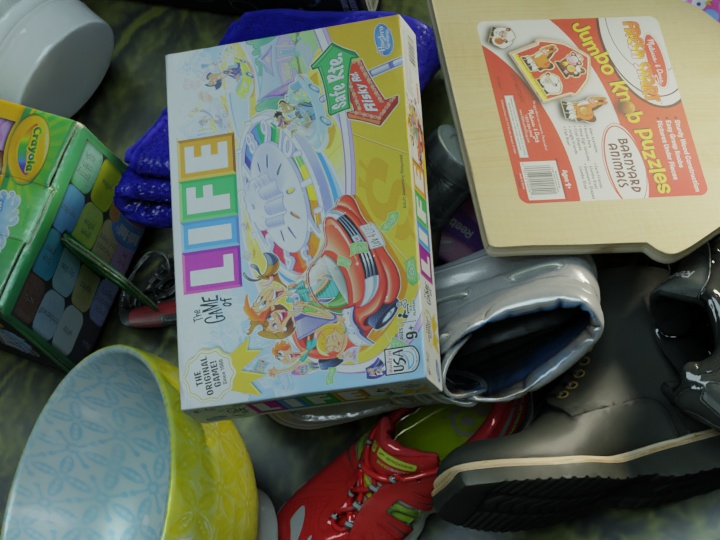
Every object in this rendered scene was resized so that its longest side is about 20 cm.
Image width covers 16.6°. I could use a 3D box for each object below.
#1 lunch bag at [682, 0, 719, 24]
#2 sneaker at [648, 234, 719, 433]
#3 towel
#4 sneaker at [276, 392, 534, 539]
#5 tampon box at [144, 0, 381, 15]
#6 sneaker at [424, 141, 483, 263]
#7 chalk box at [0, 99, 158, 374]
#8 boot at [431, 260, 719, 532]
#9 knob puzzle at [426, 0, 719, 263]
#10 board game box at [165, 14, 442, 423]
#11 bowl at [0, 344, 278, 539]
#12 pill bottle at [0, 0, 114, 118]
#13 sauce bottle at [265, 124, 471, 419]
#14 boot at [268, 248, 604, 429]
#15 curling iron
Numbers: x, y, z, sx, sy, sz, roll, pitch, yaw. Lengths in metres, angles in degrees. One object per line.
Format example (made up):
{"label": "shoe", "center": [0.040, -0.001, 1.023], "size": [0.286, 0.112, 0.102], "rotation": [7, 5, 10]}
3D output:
{"label": "lunch bag", "center": [0.200, -0.159, 1.458], "size": [0.200, 0.077, 0.160], "rotation": [18, 75, 14]}
{"label": "sneaker", "center": [0.206, 0.009, 1.372], "size": [0.090, 0.066, 0.200], "rotation": [21, 51, -14]}
{"label": "towel", "center": [-0.046, -0.094, 1.423], "size": [0.148, 0.050, 0.200], "rotation": [0, 33, 20]}
{"label": "sneaker", "center": [0.012, 0.114, 1.391], "size": [0.200, 0.085, 0.077], "rotation": [-43, 69, -7]}
{"label": "tampon box", "center": [-0.084, -0.242, 1.494], "size": [0.200, 0.150, 0.126], "rotation": [9, 71, 12]}
{"label": "sneaker", "center": [-0.004, -0.031, 1.453], "size": [0.200, 0.080, 0.089], "rotation": [0, 106, 20]}
{"label": "chalk box", "center": [-0.207, -0.025, 1.442], "size": [0.200, 0.125, 0.124], "rotation": [17, 76, 21]}
{"label": "boot", "center": [0.111, 0.065, 1.366], "size": [0.200, 0.077, 0.138], "rotation": [-2, 65, -36]}
{"label": "knob puzzle", "center": [0.147, -0.084, 1.371], "size": [0.219, 0.030, 0.220], "rotation": [5, 56, -8]}
{"label": "board game box", "center": [-0.032, -0.027, 1.302], "size": [0.134, 0.034, 0.200], "rotation": [-9, 73, 15]}
{"label": "bowl", "center": [-0.112, 0.149, 1.377], "size": [0.108, 0.200, 0.200], "rotation": [16, 69, -31]}
{"label": "pill bottle", "center": [-0.250, -0.175, 1.519], "size": [0.200, 0.113, 0.113], "rotation": [38, 81, 19]}
{"label": "sauce bottle", "center": [0.000, 0.000, 1.393], "size": [0.065, 0.065, 0.200], "rotation": [50, 117, 20]}
{"label": "boot", "center": [0.035, 0.042, 1.320], "size": [0.200, 0.096, 0.074], "rotation": [-25, 108, 8]}
{"label": "curling iron", "center": [-0.078, 0.010, 1.411], "size": [0.200, 0.026, 0.050], "rotation": [-3, 64, 52]}
